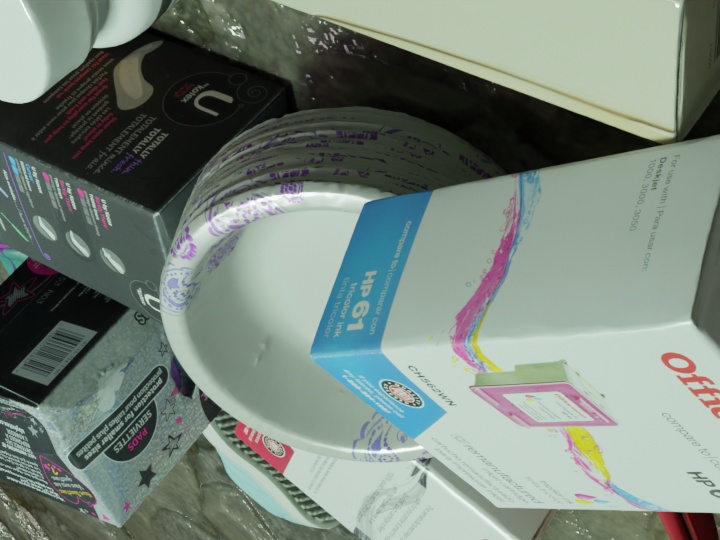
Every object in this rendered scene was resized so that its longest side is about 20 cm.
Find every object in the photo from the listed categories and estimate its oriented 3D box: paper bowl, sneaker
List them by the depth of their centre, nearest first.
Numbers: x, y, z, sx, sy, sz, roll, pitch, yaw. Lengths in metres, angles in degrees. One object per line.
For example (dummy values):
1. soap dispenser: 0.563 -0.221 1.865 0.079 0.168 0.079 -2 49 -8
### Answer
1. paper bowl: 0.000 0.000 0.781 0.197 0.105 0.202 6 136 6
2. sneaker: -0.091 0.120 1.104 0.081 0.074 0.201 -8 122 48

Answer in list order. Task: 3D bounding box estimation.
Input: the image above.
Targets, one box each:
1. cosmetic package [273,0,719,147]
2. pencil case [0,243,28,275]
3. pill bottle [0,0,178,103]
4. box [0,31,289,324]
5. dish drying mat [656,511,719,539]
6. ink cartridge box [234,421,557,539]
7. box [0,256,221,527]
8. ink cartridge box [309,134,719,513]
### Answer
1. cosmetic package: 0.060 -0.136 0.586 0.198 0.104 0.074 25 146 28
2. pencil case: -0.195 0.027 1.096 0.093 0.084 0.201 -114 -1 -56
3. pill bottle: -0.105 -0.170 0.634 0.113 0.200 0.115 28 147 21
4. box: -0.147 -0.067 0.886 0.198 0.122 0.107 24 145 29
5. dish drying mat: 0.157 0.085 0.783 0.018 0.077 0.201 -16 122 21
6. ink cartridge box: 0.028 0.113 0.950 0.199 0.084 0.146 38 149 6
7. box: -0.153 0.045 0.956 0.131 0.200 0.116 11 140 40
8. ink cartridge box: 0.100 0.031 0.606 0.198 0.086 0.144 -9 140 46
